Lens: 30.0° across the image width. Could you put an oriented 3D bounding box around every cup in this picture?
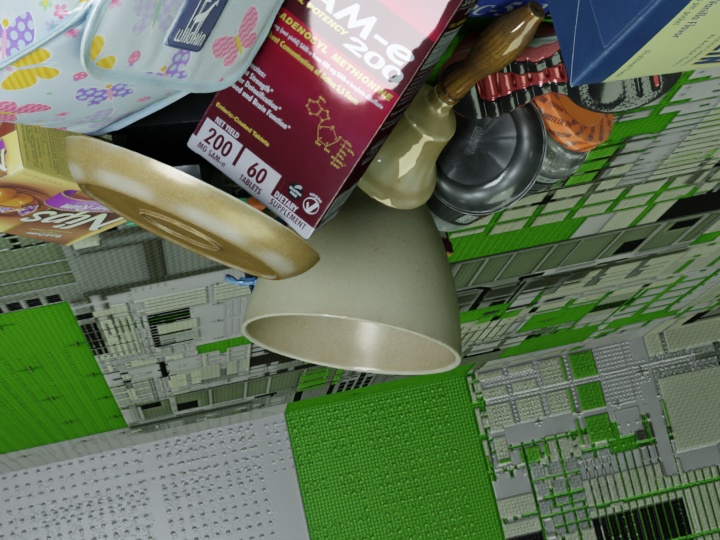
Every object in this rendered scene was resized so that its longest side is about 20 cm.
[{"bbox_3d":[0.000,0.000,1.213,0.197,0.145,0.201,7,164,2],"label":"cup"}]

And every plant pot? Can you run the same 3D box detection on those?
[{"bbox_3d":[-0.123,-0.038,0.955,0.198,0.028,0.200,23,172,4],"label":"plant pot"}]

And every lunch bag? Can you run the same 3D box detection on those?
[{"bbox_3d":[-0.150,-0.162,0.804,0.198,0.129,0.169,-23,170,24],"label":"lunch bag"}]

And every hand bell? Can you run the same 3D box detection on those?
[{"bbox_3d":[0.073,-0.144,1.048,0.103,0.105,0.200,-2,153,-39],"label":"hand bell"}]

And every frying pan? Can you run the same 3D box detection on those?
[{"bbox_3d":[0.081,-0.132,1.164,0.115,0.190,0.031,-45,154,11],"label":"frying pan"}]

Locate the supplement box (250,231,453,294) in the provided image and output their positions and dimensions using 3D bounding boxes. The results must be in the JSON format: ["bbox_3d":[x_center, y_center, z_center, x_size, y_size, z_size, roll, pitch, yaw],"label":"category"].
[{"bbox_3d":[-0.021,-0.048,1.386,0.198,0.133,0.103,-20,166,32],"label":"supplement box"}]

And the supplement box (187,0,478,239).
[{"bbox_3d":[-0.017,-0.135,0.881,0.201,0.108,0.061,-56,174,24],"label":"supplement box"}]

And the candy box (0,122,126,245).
[{"bbox_3d":[-0.279,-0.076,1.182,0.115,0.057,0.199,-20,164,22],"label":"candy box"}]

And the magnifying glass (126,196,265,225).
[{"bbox_3d":[-0.113,-0.053,1.177,0.197,0.023,0.079,-5,180,19],"label":"magnifying glass"}]

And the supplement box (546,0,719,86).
[{"bbox_3d":[0.199,-0.226,0.719,0.197,0.203,0.134,-10,168,-19],"label":"supplement box"}]

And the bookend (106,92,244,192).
[{"bbox_3d":[-0.117,-0.127,1.054,0.196,0.093,0.200,-7,167,-17],"label":"bookend"}]

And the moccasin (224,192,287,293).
[{"bbox_3d":[-0.102,-0.020,1.304,0.079,0.202,0.068,-4,-153,27],"label":"moccasin"}]

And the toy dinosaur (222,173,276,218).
[{"bbox_3d":[-0.052,-0.064,1.036,0.100,0.059,0.200,-9,168,-13],"label":"toy dinosaur"}]

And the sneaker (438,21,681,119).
[{"bbox_3d":[0.164,-0.181,1.102,0.197,0.087,0.074,-1,130,16],"label":"sneaker"}]

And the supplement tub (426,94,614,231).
[{"bbox_3d":[0.127,-0.123,1.239,0.121,0.124,0.199,0,162,-43],"label":"supplement tub"}]

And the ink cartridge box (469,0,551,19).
[{"bbox_3d":[0.162,-0.229,1.010,0.198,0.045,0.094,-4,162,-32],"label":"ink cartridge box"}]

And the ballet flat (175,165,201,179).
[{"bbox_3d":[-0.107,-0.110,1.209,0.197,0.074,0.073,0,163,-24],"label":"ballet flat"}]
